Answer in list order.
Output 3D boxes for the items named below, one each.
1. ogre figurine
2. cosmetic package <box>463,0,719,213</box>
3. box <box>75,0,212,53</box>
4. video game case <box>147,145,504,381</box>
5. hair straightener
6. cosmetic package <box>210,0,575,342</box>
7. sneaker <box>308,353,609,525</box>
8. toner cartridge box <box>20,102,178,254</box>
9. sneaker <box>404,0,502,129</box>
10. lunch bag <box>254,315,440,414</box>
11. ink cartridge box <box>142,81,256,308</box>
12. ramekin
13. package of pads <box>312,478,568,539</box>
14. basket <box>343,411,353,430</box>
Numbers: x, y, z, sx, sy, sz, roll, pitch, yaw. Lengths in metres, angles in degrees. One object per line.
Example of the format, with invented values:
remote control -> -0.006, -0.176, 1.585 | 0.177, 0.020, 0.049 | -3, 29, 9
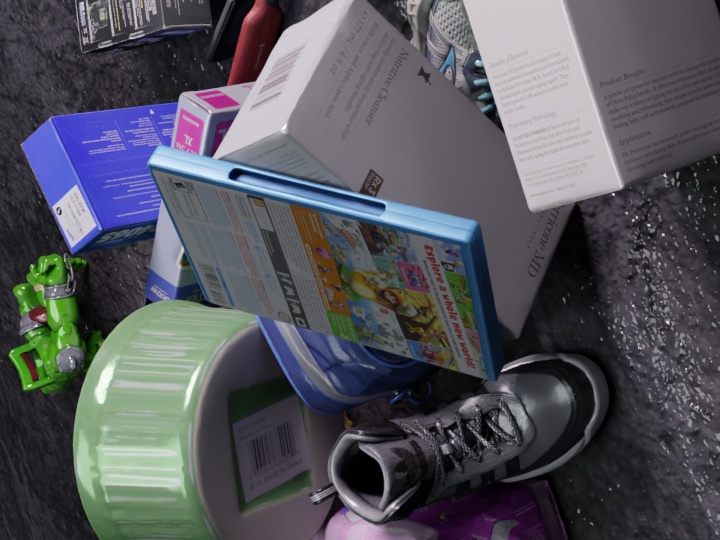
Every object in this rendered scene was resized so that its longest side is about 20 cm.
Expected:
ogre figurine -> -0.325, 0.063, 1.643 | 0.200, 0.098, 0.120 | -27, 73, 47
cosmetic package -> 0.121, -0.144, 0.823 | 0.085, 0.108, 0.200 | -15, 94, 59
box -> -0.184, -0.281, 1.241 | 0.160, 0.043, 0.200 | -1, 96, 57
video game case -> -0.018, -0.003, 0.911 | 0.200, 0.018, 0.143 | 15, 149, 21
hair straightener -> -0.088, -0.223, 1.157 | 0.077, 0.041, 0.200 | 54, 151, 24
cosmetic package -> 0.024, -0.052, 0.928 | 0.200, 0.113, 0.081 | 38, 149, -24
sneaker -> 0.060, 0.114, 1.005 | 0.200, 0.114, 0.076 | -27, 81, 30
toner cartridge box -> -0.155, -0.076, 1.196 | 0.043, 0.200, 0.095 | -32, 79, 38
sneaker -> 0.073, -0.136, 0.951 | 0.086, 0.078, 0.200 | 46, 150, 14
lunch bag -> 0.000, 0.000, 1.065 | 0.200, 0.136, 0.132 | 64, 149, 7
ink cartridge box -> -0.098, -0.044, 1.171 | 0.042, 0.119, 0.200 | 35, 123, 30
ramekin -> -0.098, 0.120, 1.107 | 0.098, 0.200, 0.200 | -2, 107, 35
package of pads -> 0.043, 0.197, 1.127 | 0.200, 0.120, 0.076 | -7, 104, 58
basket -> -0.060, 0.222, 1.279 | 0.200, 0.143, 0.149 | 62, 147, 13
